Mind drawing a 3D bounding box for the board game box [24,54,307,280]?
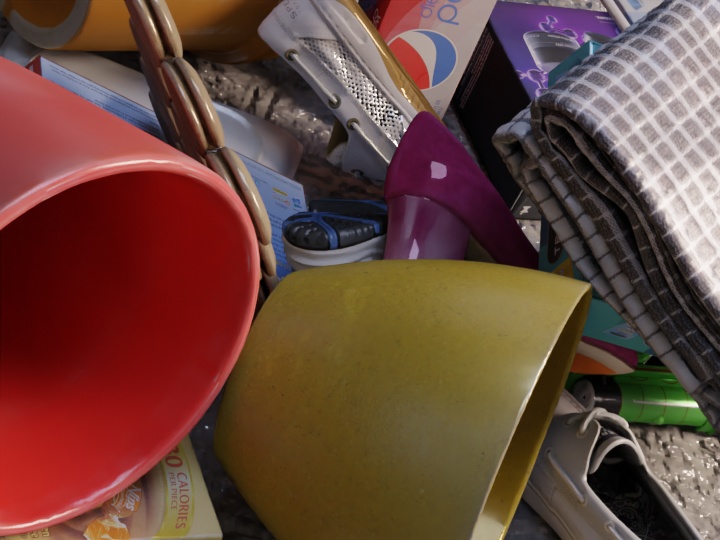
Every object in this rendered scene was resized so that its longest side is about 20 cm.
[{"bbox_3d":[-0.100,-0.038,1.136,0.200,0.019,0.103,25,41,-40],"label":"board game box"}]

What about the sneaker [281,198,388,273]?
[{"bbox_3d":[0.000,0.000,1.171,0.075,0.077,0.200,2,8,18],"label":"sneaker"}]

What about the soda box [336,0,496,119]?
[{"bbox_3d":[0.045,-0.178,1.300,0.070,0.200,0.064,11,42,-16],"label":"soda box"}]

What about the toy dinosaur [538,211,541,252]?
[{"bbox_3d":[0.182,0.018,1.225,0.200,0.105,0.181,-30,44,-15],"label":"toy dinosaur"}]

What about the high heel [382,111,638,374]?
[{"bbox_3d":[0.088,-0.009,1.131,0.200,0.067,0.096,24,68,-33],"label":"high heel"}]

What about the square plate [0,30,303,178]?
[{"bbox_3d":[-0.140,-0.063,1.212,0.197,0.029,0.200,21,39,-4],"label":"square plate"}]

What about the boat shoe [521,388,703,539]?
[{"bbox_3d":[0.129,0.113,1.117,0.072,0.069,0.200,-2,44,-27],"label":"boat shoe"}]

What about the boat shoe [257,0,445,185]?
[{"bbox_3d":[0.009,-0.087,1.254,0.200,0.069,0.071,54,8,-19],"label":"boat shoe"}]

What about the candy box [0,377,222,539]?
[{"bbox_3d":[-0.153,0.074,1.027,0.115,0.055,0.200,0,44,-27],"label":"candy box"}]

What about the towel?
[{"bbox_3d":[0.186,-0.038,1.044,0.165,0.086,0.200,-39,92,-37],"label":"towel"}]

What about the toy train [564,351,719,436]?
[{"bbox_3d":[0.205,0.071,1.232,0.199,0.042,0.057,4,53,-23],"label":"toy train"}]

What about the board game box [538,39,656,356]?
[{"bbox_3d":[0.194,-0.023,1.128,0.199,0.047,0.152,16,64,-22],"label":"board game box"}]

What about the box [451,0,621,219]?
[{"bbox_3d":[0.174,-0.104,1.385,0.199,0.079,0.141,2,47,-26],"label":"box"}]

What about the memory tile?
[{"bbox_3d":[-0.076,-0.055,1.034,0.017,0.200,0.154,-25,75,-7],"label":"memory tile"}]

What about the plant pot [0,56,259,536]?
[{"bbox_3d":[-0.175,-0.008,0.935,0.200,0.201,0.177,-17,42,-39],"label":"plant pot"}]

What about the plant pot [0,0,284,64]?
[{"bbox_3d":[-0.126,-0.214,1.255,0.183,0.201,0.200,-20,56,-40],"label":"plant pot"}]

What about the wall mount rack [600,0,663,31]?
[{"bbox_3d":[0.190,-0.195,1.377,0.173,0.075,0.200,2,41,-26],"label":"wall mount rack"}]

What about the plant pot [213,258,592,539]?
[{"bbox_3d":[0.012,0.074,1.015,0.142,0.201,0.200,22,38,11],"label":"plant pot"}]
